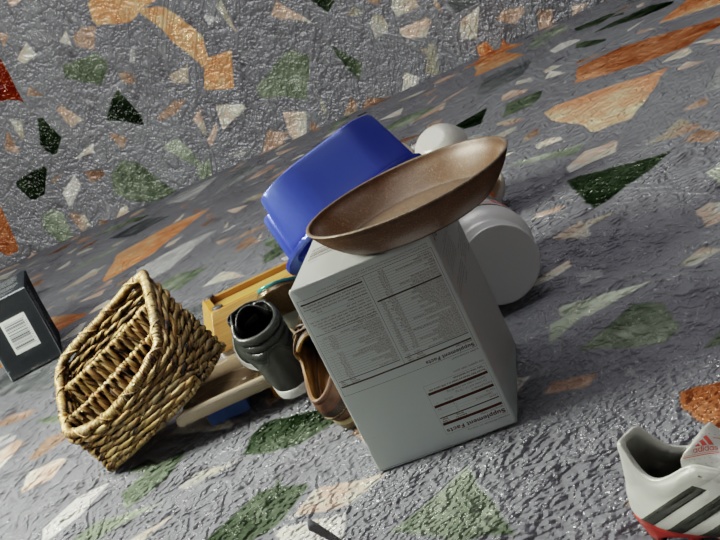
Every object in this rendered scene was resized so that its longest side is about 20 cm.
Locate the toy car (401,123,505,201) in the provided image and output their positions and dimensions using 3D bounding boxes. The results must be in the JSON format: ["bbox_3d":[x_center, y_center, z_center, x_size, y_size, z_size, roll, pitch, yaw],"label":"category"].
[{"bbox_3d":[0.110,-0.108,1.673,0.200,0.175,0.150,-15,55,32],"label":"toy car"}]

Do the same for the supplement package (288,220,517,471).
[{"bbox_3d":[0.049,0.048,1.119,0.147,0.200,0.191,-22,15,14],"label":"supplement package"}]

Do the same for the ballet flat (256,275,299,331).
[{"bbox_3d":[-0.071,0.040,1.414,0.068,0.073,0.200,-22,-1,12],"label":"ballet flat"}]

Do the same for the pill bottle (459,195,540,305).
[{"bbox_3d":[0.145,-0.029,1.376,0.116,0.116,0.200,-26,15,-1],"label":"pill bottle"}]

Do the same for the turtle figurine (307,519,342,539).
[{"bbox_3d":[-0.027,0.232,0.691,0.199,0.144,0.194,13,-17,-16],"label":"turtle figurine"}]

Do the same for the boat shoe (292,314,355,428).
[{"bbox_3d":[-0.036,0.074,1.235,0.072,0.067,0.200,-37,45,27],"label":"boat shoe"}]

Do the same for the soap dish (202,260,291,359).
[{"bbox_3d":[-0.127,0.048,1.602,0.200,0.081,0.157,-25,11,-9],"label":"soap dish"}]

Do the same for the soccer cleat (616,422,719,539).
[{"bbox_3d":[0.249,0.137,0.720,0.069,0.085,0.200,-36,18,-35],"label":"soccer cleat"}]

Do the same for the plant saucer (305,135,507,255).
[{"bbox_3d":[0.047,-0.063,1.038,0.200,0.037,0.200,-24,16,7],"label":"plant saucer"}]

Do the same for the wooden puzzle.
[{"bbox_3d":[-0.129,0.133,1.429,0.185,0.046,0.200,-24,11,6],"label":"wooden puzzle"}]

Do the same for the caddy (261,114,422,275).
[{"bbox_3d":[-0.017,-0.076,1.275,0.200,0.105,0.141,-39,-13,-12],"label":"caddy"}]

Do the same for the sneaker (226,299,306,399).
[{"bbox_3d":[-0.117,0.068,1.315,0.071,0.099,0.200,-34,26,-11],"label":"sneaker"}]

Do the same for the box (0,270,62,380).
[{"bbox_3d":[-0.650,0.101,2.166,0.107,0.149,0.200,-28,15,-10],"label":"box"}]

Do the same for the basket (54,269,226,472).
[{"bbox_3d":[-0.290,0.128,1.392,0.200,0.149,0.143,-42,10,22],"label":"basket"}]
